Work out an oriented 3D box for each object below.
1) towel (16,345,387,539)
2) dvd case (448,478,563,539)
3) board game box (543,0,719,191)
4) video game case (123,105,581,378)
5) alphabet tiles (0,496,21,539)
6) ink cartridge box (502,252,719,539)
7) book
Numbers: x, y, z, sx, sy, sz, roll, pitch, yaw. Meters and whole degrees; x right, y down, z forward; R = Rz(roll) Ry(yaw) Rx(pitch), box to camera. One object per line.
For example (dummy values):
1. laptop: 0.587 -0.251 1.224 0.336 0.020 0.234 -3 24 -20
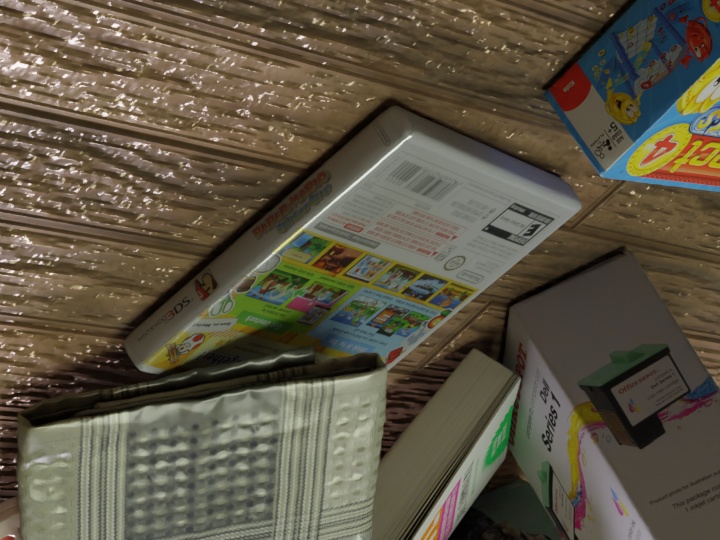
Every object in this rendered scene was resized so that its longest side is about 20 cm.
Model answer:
1. towel: -0.081 0.121 1.519 0.192 0.035 0.200 -8 134 -15
2. dvd case: 0.088 0.194 1.791 0.146 0.200 0.022 -22 119 -20
3. board game box: 0.221 -0.124 1.496 0.196 0.056 0.200 -46 152 27
4. video game case: 0.000 0.000 1.504 0.182 0.023 0.200 -41 155 16
5. alphabet tiles: -0.162 0.196 1.578 0.195 0.015 0.200 -30 132 10
6. ink cartridge box: 0.159 0.114 1.687 0.084 0.200 0.145 -22 151 -15
7. book: 0.018 0.153 1.697 0.200 0.048 0.134 -53 165 -22
